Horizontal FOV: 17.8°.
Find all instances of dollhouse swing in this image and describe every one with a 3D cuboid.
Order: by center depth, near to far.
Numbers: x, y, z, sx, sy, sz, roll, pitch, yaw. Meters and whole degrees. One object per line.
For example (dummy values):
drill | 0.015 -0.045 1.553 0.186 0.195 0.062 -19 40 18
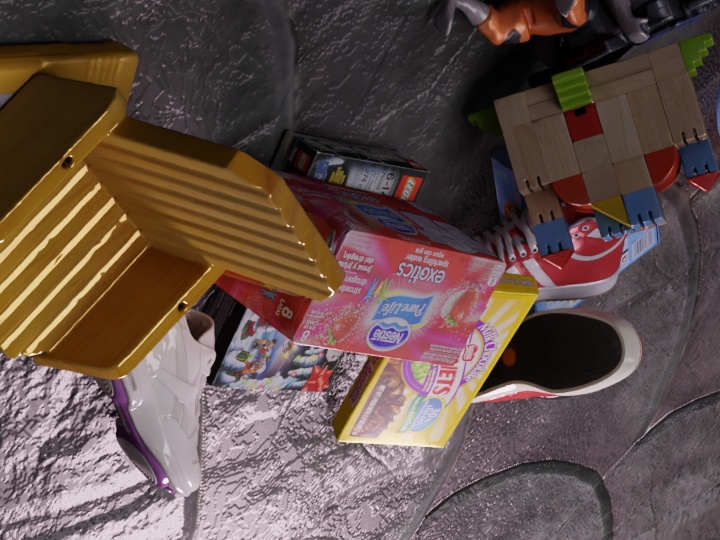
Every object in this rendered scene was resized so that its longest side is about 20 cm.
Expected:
dollhouse swing | -0.145 -0.001 1.472 0.182 0.176 0.200 -48 146 -11

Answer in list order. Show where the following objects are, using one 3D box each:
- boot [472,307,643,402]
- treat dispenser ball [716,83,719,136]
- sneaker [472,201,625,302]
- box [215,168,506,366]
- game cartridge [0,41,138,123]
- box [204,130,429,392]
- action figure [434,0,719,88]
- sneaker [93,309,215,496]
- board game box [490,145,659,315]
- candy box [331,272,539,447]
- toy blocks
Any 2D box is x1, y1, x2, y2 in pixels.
boot | 0.185 0.075 1.951 0.144 0.200 0.073 4 78 -45
treat dispenser ball | 0.412 -0.141 2.006 0.201 0.201 0.201 -29 137 -30
sneaker | 0.126 -0.021 1.856 0.200 0.071 0.113 -12 140 -20
box | 0.000 0.000 1.676 0.200 0.100 0.096 11 110 -52
game cartridge | -0.243 -0.061 1.479 0.200 0.032 0.176 -8 125 -44
box | -0.040 -0.003 1.748 0.137 0.040 0.200 5 114 -51
action figure | 0.178 -0.213 1.754 0.200 0.105 0.193 -22 170 34
sneaker | -0.136 0.090 1.685 0.100 0.075 0.200 -36 141 -21
board game box | 0.187 -0.059 1.959 0.151 0.037 0.200 -36 141 -21
candy box | 0.059 0.072 1.854 0.102 0.026 0.200 4 137 -25
toy blocks | 0.196 -0.086 1.781 0.200 0.137 0.100 -17 171 10
